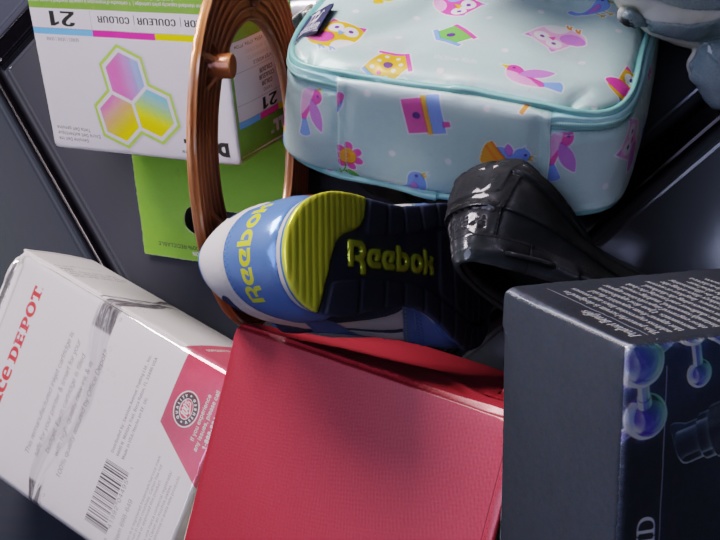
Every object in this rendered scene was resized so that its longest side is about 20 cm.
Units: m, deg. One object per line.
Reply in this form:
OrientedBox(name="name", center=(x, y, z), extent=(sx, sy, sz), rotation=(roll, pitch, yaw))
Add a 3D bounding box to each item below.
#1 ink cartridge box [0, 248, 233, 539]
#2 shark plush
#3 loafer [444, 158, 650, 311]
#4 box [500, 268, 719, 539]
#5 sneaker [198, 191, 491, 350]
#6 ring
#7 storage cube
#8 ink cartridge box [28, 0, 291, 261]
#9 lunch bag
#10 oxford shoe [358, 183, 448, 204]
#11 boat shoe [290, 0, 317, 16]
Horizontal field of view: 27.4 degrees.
OrientedBox(name="ink cartridge box", center=(-0.158, 0.092, 0.967), extent=(0.199, 0.085, 0.147), rotation=(27, 99, 27))
OrientedBox(name="shark plush", center=(0.166, -0.168, 0.749), extent=(0.083, 0.199, 0.091), rotation=(-29, 44, 39))
OrientedBox(name="loafer", center=(0.114, 0.024, 0.759), extent=(0.068, 0.200, 0.071), rotation=(-19, 42, 43))
OrientedBox(name="box", center=(0.172, 0.082, 0.667), extent=(0.107, 0.198, 0.150), rotation=(-152, 59, -65))
OrientedBox(name="sneaker", center=(0.000, 0.000, 0.757), extent=(0.082, 0.199, 0.075), rotation=(-7, 76, 35))
OrientedBox(name="ring", center=(-0.052, -0.070, 0.803), extent=(0.019, 0.200, 0.202), rotation=(0, 85, 14))
OrientedBox(name="storage cube", center=(0.028, 0.136, 0.806), extent=(0.179, 0.171, 0.202), rotation=(16, 94, 31))
OrientedBox(name="ink cartridge box", center=(-0.113, -0.083, 0.917), extent=(0.147, 0.076, 0.202), rotation=(7, 115, 29))
OrientedBox(name="lunch bag", center=(0.059, -0.111, 0.807), extent=(0.198, 0.161, 0.077), rotation=(11, 131, 13))
OrientedBox(name="oxford shoe", center=(0.031, -0.085, 0.893), extent=(0.084, 0.073, 0.200), rotation=(-39, 56, -11))
OrientedBox(name="boat shoe", center=(-0.072, -0.177, 0.957), extent=(0.199, 0.070, 0.067), rotation=(2, 87, 38))
